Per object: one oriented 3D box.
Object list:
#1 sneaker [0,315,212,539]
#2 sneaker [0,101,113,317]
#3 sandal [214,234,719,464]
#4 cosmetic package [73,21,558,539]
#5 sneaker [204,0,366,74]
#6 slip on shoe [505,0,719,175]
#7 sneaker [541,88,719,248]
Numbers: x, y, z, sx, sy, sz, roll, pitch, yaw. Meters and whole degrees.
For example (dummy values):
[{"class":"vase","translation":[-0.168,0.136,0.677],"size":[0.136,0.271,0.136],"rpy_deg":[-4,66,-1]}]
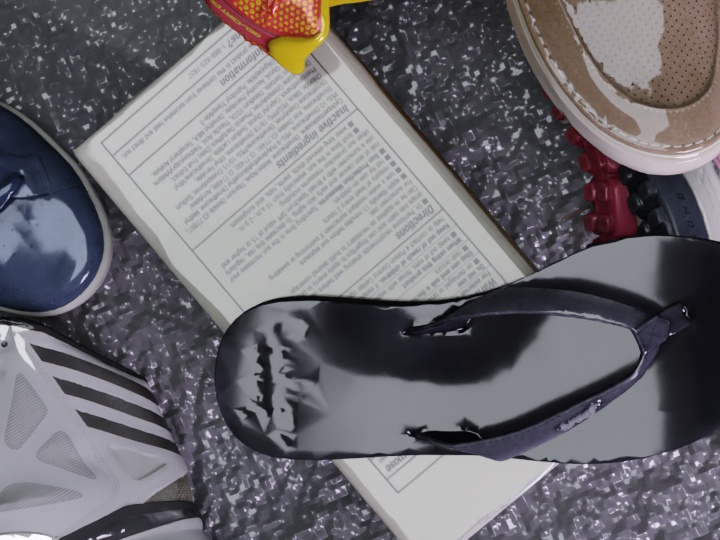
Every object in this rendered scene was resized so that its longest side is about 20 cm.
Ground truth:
[{"class":"sneaker","translation":[-0.159,0.084,1.011],"size":[0.200,0.076,0.115],"rpy_deg":[-14,77,-28]},{"class":"sneaker","translation":[-0.180,-0.053,1.021],"size":[0.200,0.085,0.075],"rpy_deg":[37,93,2]},{"class":"sandal","translation":[0.048,0.035,0.951],"size":[0.200,0.043,0.076],"rpy_deg":[-10,93,8]},{"class":"cosmetic package","translation":[0.000,0.000,1.015],"size":[0.105,0.071,0.200],"rpy_deg":[-39,88,5]},{"class":"sneaker","translation":[0.021,-0.138,0.987],"size":[0.077,0.073,0.200],"rpy_deg":[46,64,2]},{"class":"slip on shoe","translation":[0.085,-0.132,0.934],"size":[0.076,0.061,0.200],"rpy_deg":[-8,79,-12]},{"class":"sneaker","translation":[0.113,-0.063,1.012],"size":[0.075,0.081,0.200],"rpy_deg":[-13,91,-24]}]
